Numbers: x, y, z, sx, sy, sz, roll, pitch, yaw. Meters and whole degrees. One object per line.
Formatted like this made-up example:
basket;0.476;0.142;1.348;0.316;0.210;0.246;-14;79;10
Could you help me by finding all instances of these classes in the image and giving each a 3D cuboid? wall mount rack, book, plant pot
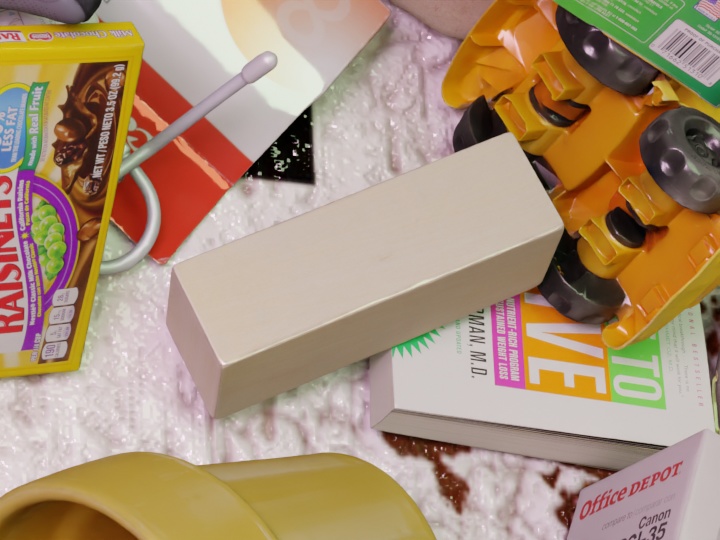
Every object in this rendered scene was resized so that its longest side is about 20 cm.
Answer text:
wall mount rack;-0.150;-0.102;1.302;0.174;0.075;0.200;-37;94;-8
book;0.099;0.037;1.423;0.199;0.048;0.134;10;63;-23
plant pot;-0.064;0.173;1.218;0.189;0.201;0.201;-19;82;-46

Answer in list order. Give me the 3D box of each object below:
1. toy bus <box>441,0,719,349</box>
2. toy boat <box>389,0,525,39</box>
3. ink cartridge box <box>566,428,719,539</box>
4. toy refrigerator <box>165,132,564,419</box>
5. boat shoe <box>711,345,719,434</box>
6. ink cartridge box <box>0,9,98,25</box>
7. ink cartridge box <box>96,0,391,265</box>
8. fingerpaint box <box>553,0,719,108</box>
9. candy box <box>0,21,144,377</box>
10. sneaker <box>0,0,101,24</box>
toy bus;0.173;-0.070;1.430;0.192;0.136;0.200;-7;59;-45
toy boat;0.036;-0.236;1.452;0.200;0.131;0.131;33;32;-14
ink cartridge box;0.156;0.201;1.332;0.083;0.146;0.201;26;63;-15
toy refrigerator;0.000;0.000;1.333;0.199;0.076;0.070;-23;70;-16
boat shoe;0.232;0.085;1.446;0.072;0.060;0.202;2;65;10
ink cartridge box;-0.245;-0.131;1.251;0.199;0.050;0.163;-18;67;-17
ink cartridge box;-0.101;-0.128;1.373;0.162;0.050;0.200;43;58;-7
fingerpaint box;0.143;-0.210;1.355;0.200;0.073;0.167;32;43;-16
candy box;-0.171;-0.030;1.234;0.102;0.200;0.026;-3;38;-25
sneaker;-0.219;-0.141;1.191;0.200;0.074;0.088;24;73;19
